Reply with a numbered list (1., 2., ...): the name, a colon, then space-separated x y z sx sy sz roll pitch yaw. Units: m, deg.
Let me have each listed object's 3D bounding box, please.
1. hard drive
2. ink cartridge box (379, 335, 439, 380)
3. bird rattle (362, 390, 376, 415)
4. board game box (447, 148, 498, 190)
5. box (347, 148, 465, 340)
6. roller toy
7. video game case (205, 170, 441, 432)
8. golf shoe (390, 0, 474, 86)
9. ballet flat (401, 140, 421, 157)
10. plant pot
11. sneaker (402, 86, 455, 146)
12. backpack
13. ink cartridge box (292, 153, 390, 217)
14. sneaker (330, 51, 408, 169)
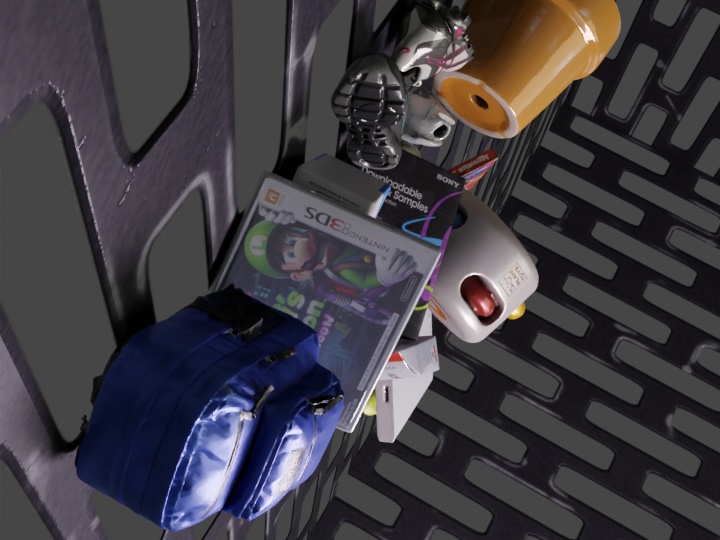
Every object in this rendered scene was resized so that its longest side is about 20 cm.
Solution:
1. hard drive: 0.059 0.125 1.432 0.200 0.026 0.133 -43 134 -65
2. ink cartridge box: -0.014 0.113 1.220 0.200 0.161 0.051 -19 101 -67
3. bird rattle: -0.044 0.155 1.464 0.163 0.199 0.114 -169 -107 -67
4. board game box: 0.092 -0.099 1.457 0.199 0.020 0.103 -28 169 -31
5. box: 0.030 -0.037 1.218 0.036 0.142 0.201 -1 -109 62
6. roller toy: 0.135 -0.011 1.387 0.140 0.200 0.182 -42 173 -4
7. video game case: -0.047 0.033 0.994 0.201 0.181 0.023 -64 -166 14
8. golf shoe: 0.070 -0.244 1.167 0.088 0.077 0.200 -49 172 4
9. ballet flat: 0.047 -0.139 1.405 0.200 0.067 0.063 89 1 -78
10. plant pot: 0.187 -0.272 1.324 0.184 0.200 0.200 -55 169 -14
11. sneaker: 0.077 -0.183 1.332 0.071 0.080 0.200 -66 171 15
12. backpack: -0.118 0.114 0.871 0.200 0.167 0.163 -17 128 -64
13. ink cartridge box: -0.054 -0.006 1.077 0.146 0.084 0.201 -58 173 -76
14. sneaker: 0.012 -0.176 1.094 0.200 0.075 0.080 93 7 -71
